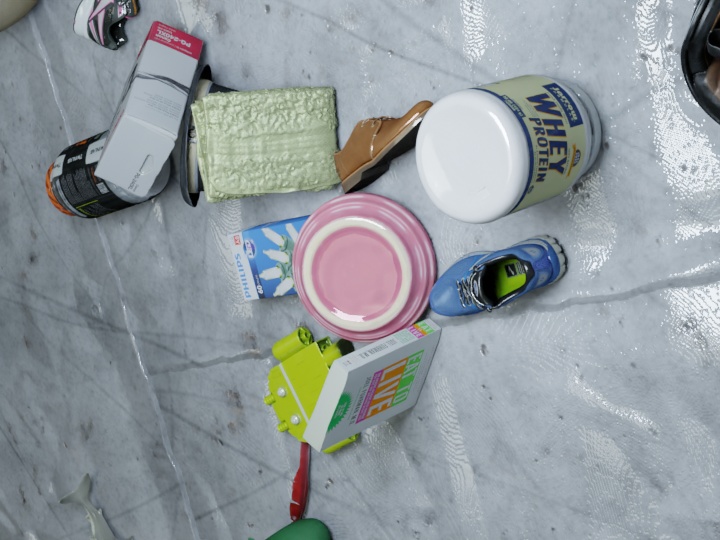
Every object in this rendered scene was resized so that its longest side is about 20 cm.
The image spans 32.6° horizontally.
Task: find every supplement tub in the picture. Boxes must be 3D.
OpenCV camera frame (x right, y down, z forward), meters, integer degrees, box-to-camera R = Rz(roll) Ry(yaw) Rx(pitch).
[{"bbox_3d":[0.171,-0.142,1.386,0.144,0.199,0.147,14,113,37],"label":"supplement tub"},{"bbox_3d":[-0.401,-0.152,1.932,0.198,0.122,0.124,-13,96,41],"label":"supplement tub"}]

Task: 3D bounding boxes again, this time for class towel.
[{"bbox_3d":[-0.125,-0.174,1.668,0.197,0.037,0.151,-7,102,-4],"label":"towel"}]

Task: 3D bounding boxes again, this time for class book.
[{"bbox_3d":[0.017,0.145,1.611,0.048,0.199,0.135,38,126,25],"label":"book"}]

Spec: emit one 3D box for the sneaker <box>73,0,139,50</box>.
[{"bbox_3d":[-0.366,-0.424,1.860,0.086,0.080,0.201,34,132,13],"label":"sneaker"}]

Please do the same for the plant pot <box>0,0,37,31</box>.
[{"bbox_3d":[-0.585,-0.481,1.978,0.198,0.134,0.203,15,114,37],"label":"plant pot"}]

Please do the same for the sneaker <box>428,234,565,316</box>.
[{"bbox_3d":[0.153,0.011,1.526,0.199,0.089,0.080,-26,86,43],"label":"sneaker"}]

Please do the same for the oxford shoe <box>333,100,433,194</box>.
[{"bbox_3d":[0.027,-0.173,1.591,0.199,0.071,0.072,-34,80,43],"label":"oxford shoe"}]

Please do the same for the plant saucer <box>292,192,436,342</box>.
[{"bbox_3d":[0.000,0.000,1.630,0.197,0.051,0.204,3,102,14],"label":"plant saucer"}]

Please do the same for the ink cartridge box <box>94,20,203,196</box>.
[{"bbox_3d":[-0.302,-0.231,1.760,0.082,0.202,0.145,22,138,-16],"label":"ink cartridge box"}]

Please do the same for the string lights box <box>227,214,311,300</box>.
[{"bbox_3d":[-0.092,-0.021,1.748,0.198,0.059,0.104,-9,100,42],"label":"string lights box"}]

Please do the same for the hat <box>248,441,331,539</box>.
[{"bbox_3d":[-0.061,0.396,1.884,0.165,0.177,0.201,31,159,27],"label":"hat"}]

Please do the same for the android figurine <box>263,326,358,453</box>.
[{"bbox_3d":[-0.069,0.178,1.807,0.199,0.041,0.184,-30,83,41],"label":"android figurine"}]

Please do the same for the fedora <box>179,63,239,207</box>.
[{"bbox_3d":[-0.197,-0.187,1.750,0.090,0.201,0.204,7,113,0],"label":"fedora"}]

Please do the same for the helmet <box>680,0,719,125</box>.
[{"bbox_3d":[0.411,-0.235,1.156,0.199,0.191,0.200,38,164,13],"label":"helmet"}]

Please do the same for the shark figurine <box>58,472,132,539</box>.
[{"bbox_3d":[-0.460,0.482,2.235,0.089,0.128,0.217,-26,67,18],"label":"shark figurine"}]
